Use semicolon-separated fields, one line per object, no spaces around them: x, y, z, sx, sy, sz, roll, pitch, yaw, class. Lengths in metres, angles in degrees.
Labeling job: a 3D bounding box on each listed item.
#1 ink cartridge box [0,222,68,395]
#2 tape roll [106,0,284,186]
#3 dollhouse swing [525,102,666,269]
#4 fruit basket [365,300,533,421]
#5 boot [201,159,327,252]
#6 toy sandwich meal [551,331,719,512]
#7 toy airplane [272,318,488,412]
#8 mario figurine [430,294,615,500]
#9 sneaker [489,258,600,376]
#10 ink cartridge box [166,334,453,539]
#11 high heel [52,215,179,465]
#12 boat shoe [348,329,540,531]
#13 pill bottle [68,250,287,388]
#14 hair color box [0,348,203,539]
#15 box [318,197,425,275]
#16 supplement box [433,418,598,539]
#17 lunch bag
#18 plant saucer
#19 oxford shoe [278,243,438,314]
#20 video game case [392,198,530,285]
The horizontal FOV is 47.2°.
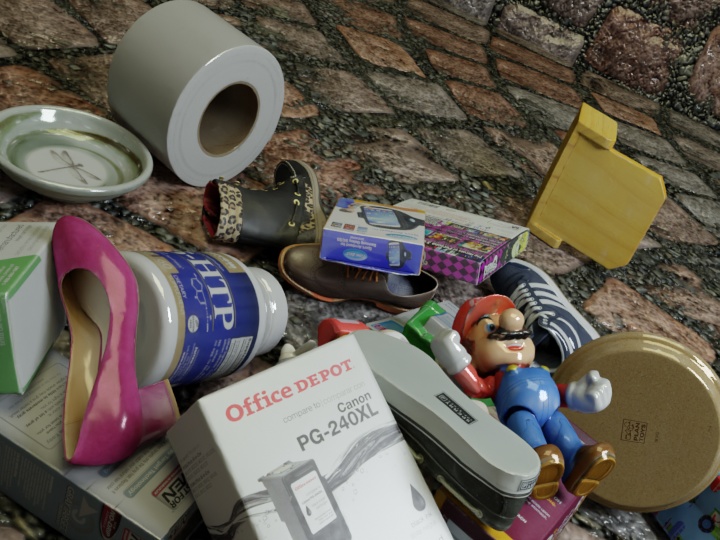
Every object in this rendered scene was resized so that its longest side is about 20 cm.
-0.346;0.026;0.646;0.195;0.090;0.146;-1;24;-2;ink cartridge box
-0.217;-0.235;1.101;0.139;0.206;0.201;38;33;27;tape roll
0.397;-0.134;1.367;0.173;0.203;0.182;25;29;7;dollhouse swing
0.125;0.093;0.929;0.184;0.095;0.198;39;30;25;fruit basket
-0.128;-0.090;1.064;0.148;0.074;0.202;10;39;-26;boot
0.272;0.153;0.838;0.202;0.208;0.070;28;18;10;toy sandwich meal
0.010;0.123;0.750;0.197;0.143;0.200;31;30;13;toy airplane
0.138;0.088;0.707;0.123;0.106;0.201;39;16;-41;mario figurine
0.221;0.058;1.073;0.107;0.071;0.200;-7;45;-44;sneaker
-0.033;0.169;0.608;0.143;0.083;0.203;-19;76;-35;ink cartridge box
-0.214;0.048;0.625;0.095;0.067;0.204;-8;72;-56;high heel
0.050;0.121;0.649;0.070;0.065;0.199;-4;34;-43;boat shoe
-0.157;0.043;0.764;0.119;0.121;0.199;36;17;22;pill bottle
-0.213;0.145;0.642;0.197;0.062;0.099;29;30;11;hair color box
0.018;-0.042;0.985;0.116;0.042;0.200;9;15;2;box
0.129;0.212;0.722;0.085;0.112;0.198;36;32;23;supplement box
0.415;0.268;0.881;0.197;0.095;0.151;18;27;-34;lunch bag
-0.353;-0.130;0.993;0.196;0.051;0.202;17;30;-10;plant saucer
0.000;0.000;0.985;0.196;0.073;0.073;11;70;-20;oxford shoe
0.111;-0.046;1.139;0.197;0.037;0.180;17;24;27;video game case
